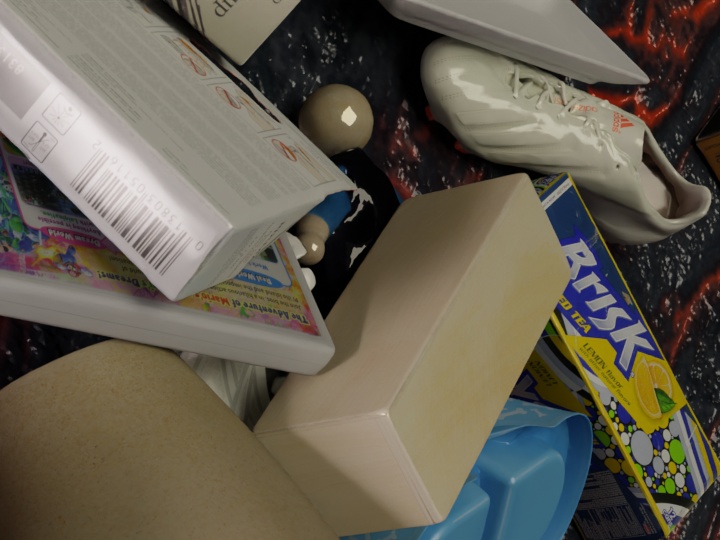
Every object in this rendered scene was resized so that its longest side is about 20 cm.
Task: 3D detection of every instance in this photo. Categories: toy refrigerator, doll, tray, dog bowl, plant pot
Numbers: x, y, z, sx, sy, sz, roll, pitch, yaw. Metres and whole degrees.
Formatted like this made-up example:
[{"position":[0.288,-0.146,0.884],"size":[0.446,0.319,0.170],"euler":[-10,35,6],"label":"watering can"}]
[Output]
[{"position":[0.030,0.040,1.039],"size":[0.070,0.076,0.200],"euler":[63,34,-23],"label":"toy refrigerator"},{"position":[0.000,0.000,1.121],"size":[0.136,0.048,0.201],"euler":[13,67,-60],"label":"doll"},{"position":[0.066,-0.148,1.216],"size":[0.199,0.022,0.107],"euler":[13,27,-41],"label":"tray"},{"position":[0.047,0.128,1.098],"size":[0.200,0.049,0.112],"euler":[-25,134,-51],"label":"dog bowl"},{"position":[-0.086,0.136,0.937],"size":[0.187,0.187,0.201],"euler":[-12,72,-44],"label":"plant pot"}]

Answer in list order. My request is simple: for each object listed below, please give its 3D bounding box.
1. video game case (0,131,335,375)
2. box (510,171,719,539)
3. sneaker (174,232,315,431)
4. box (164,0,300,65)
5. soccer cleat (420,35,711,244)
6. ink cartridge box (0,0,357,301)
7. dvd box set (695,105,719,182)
[{"position":[-0.120,-0.040,0.976],"size":[0.199,0.024,0.182],"euler":[14,39,-39],"label":"video game case"},{"position":[0.121,0.051,1.216],"size":[0.070,0.064,0.201],"euler":[-40,108,-41],"label":"box"},{"position":[-0.062,0.080,1.040],"size":[0.081,0.075,0.201],"euler":[-1,77,-29],"label":"sneaker"},{"position":[-0.108,-0.195,1.038],"size":[0.200,0.068,0.082],"euler":[39,96,-26],"label":"box"},{"position":[0.117,-0.079,1.237],"size":[0.200,0.077,0.070],"euler":[33,58,-33],"label":"soccer cleat"},{"position":[-0.094,-0.068,0.993],"size":[0.160,0.047,0.200],"euler":[44,15,7],"label":"ink cartridge box"},{"position":[0.308,-0.048,1.442],"size":[0.200,0.029,0.146],"euler":[56,48,-16],"label":"dvd box set"}]
